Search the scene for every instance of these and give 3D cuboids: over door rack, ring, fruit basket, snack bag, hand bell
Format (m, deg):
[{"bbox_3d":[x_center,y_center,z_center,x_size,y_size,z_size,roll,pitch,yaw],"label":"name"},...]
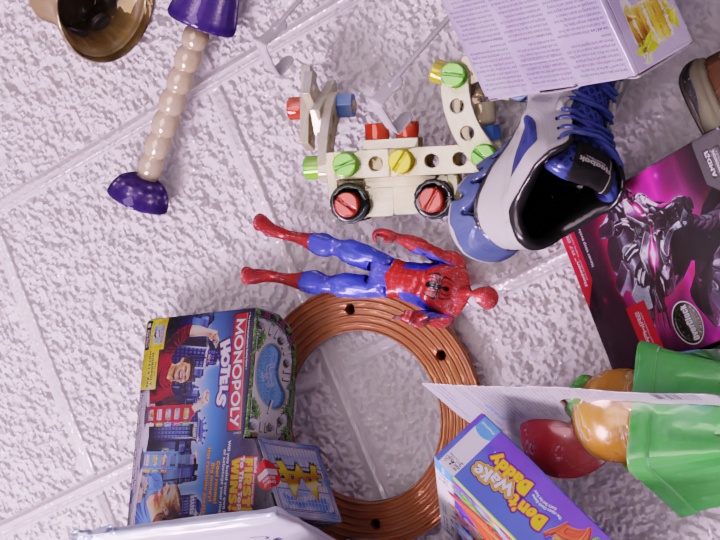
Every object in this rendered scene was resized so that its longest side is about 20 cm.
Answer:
[{"bbox_3d":[0.020,-0.213,1.258,0.148,0.067,0.200,31,88,42],"label":"over door rack"},{"bbox_3d":[0.005,0.111,1.360,0.200,0.019,0.201,2,94,28],"label":"ring"},{"bbox_3d":[0.167,0.100,1.196,0.200,0.185,0.094,5,71,30],"label":"fruit basket"},{"bbox_3d":[-0.085,0.220,1.323,0.188,0.200,0.021,-10,60,27],"label":"snack bag"},{"bbox_3d":[-0.274,-0.236,1.455,0.200,0.104,0.104,16,100,37],"label":"hand bell"}]

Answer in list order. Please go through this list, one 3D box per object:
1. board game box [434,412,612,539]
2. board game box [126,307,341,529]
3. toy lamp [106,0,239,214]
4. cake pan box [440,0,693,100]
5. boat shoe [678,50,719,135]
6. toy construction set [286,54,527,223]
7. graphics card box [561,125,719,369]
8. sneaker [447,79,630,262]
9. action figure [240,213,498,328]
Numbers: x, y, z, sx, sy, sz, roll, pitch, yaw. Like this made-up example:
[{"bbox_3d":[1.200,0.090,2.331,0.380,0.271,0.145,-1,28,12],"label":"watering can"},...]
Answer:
[{"bbox_3d":[0.114,0.184,1.212,0.045,0.200,0.134,-42,72,-12],"label":"board game box"},{"bbox_3d":[-0.093,0.133,1.347,0.200,0.062,0.200,-6,76,50],"label":"board game box"},{"bbox_3d":[-0.144,-0.145,1.400,0.058,0.058,0.200,30,107,22],"label":"toy lamp"},{"bbox_3d":[0.098,-0.200,1.094,0.184,0.052,0.200,64,159,-11],"label":"cake pan box"},{"bbox_3d":[0.284,-0.064,1.177,0.074,0.076,0.200,-30,81,22],"label":"boat shoe"},{"bbox_3d":[0.030,-0.103,1.292,0.200,0.092,0.131,-1,95,28],"label":"toy construction set"},{"bbox_3d":[0.216,-0.010,1.172,0.200,0.051,0.126,-31,77,59],"label":"graphics card box"},{"bbox_3d":[0.146,-0.089,1.194,0.200,0.080,0.115,-62,24,-7],"label":"sneaker"},{"bbox_3d":[0.000,0.000,1.297,0.200,0.099,0.065,11,87,21],"label":"action figure"}]
